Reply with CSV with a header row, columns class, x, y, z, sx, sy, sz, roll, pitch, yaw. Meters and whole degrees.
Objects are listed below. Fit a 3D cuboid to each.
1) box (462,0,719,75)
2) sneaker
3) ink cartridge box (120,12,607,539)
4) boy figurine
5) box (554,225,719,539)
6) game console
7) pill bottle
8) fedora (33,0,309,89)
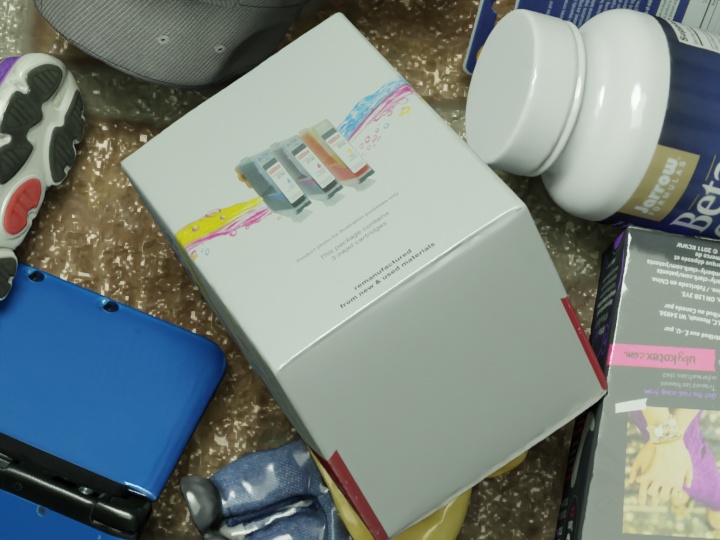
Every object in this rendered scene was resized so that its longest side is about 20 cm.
class,x,y,z,sx,sy,sz,roll,pitch,yaw
box,0.160,-0.143,1.320,0.199,0.121,0.032,3,56,-8
sneaker,-0.221,-0.030,1.332,0.083,0.081,0.200,7,56,40
ink cartridge box,0.000,0.000,1.258,0.144,0.145,0.200,-34,43,-4
boy figurine,0.011,0.111,1.327,0.200,0.064,0.125,-20,80,0
box,0.166,0.089,1.300,0.106,0.122,0.201,11,83,0
game console,-0.196,0.099,1.343,0.200,0.118,0.171,22,114,9
pill bottle,0.161,-0.072,1.298,0.199,0.111,0.111,13,82,-20
fedora,-0.095,-0.155,1.330,0.177,0.200,0.090,43,123,41
